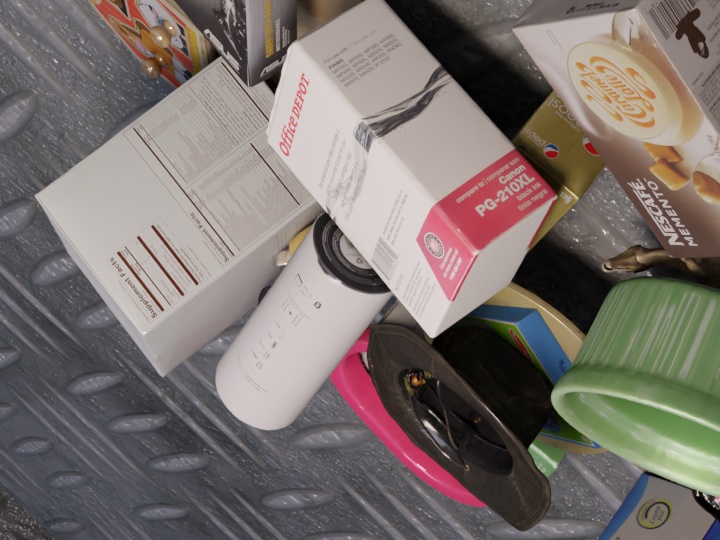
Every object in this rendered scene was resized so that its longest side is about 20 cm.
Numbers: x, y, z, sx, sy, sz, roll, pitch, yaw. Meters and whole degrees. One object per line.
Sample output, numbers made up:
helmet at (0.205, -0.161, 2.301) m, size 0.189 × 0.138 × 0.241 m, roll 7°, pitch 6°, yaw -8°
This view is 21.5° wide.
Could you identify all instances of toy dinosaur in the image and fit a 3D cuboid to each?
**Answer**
toy dinosaur at (0.272, 0.005, 1.334) m, size 0.199 × 0.058 × 0.101 m, roll 22°, pitch 164°, yaw 10°

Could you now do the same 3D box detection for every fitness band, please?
fitness band at (0.052, 0.127, 1.660) m, size 0.200 × 0.037 × 0.143 m, roll 49°, pitch 156°, yaw -14°

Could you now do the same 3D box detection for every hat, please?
hat at (0.094, 0.100, 1.460) m, size 0.201 × 0.081 × 0.201 m, roll 43°, pitch 157°, yaw 23°

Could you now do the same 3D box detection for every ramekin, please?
ramekin at (0.245, 0.085, 1.349) m, size 0.199 × 0.098 × 0.200 m, roll 23°, pitch 165°, yaw 6°

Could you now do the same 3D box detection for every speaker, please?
speaker at (-0.042, 0.041, 1.470) m, size 0.081 × 0.081 × 0.200 m, roll 38°, pitch 135°, yaw 2°

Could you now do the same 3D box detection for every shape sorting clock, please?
shape sorting clock at (0.128, 0.071, 1.503) m, size 0.200 × 0.039 × 0.200 m, roll 36°, pitch 156°, yaw 18°

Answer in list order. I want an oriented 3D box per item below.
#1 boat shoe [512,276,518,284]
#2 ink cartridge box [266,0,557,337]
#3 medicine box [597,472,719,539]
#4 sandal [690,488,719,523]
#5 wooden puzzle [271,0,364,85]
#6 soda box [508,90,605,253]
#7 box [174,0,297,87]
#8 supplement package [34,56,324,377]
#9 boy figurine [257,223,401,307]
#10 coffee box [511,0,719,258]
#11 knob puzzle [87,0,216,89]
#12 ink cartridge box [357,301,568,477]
boat shoe at (0.078, 0.001, 1.576) m, size 0.070 × 0.071 × 0.201 m, roll 29°, pitch 153°, yaw 43°
ink cartridge box at (0.031, -0.074, 1.351) m, size 0.200 × 0.084 × 0.145 m, roll 50°, pitch 156°, yaw 14°
medicine box at (0.274, 0.319, 1.696) m, size 0.103 × 0.182 × 0.200 m, roll 15°, pitch 147°, yaw 42°
sandal at (0.301, 0.186, 1.595) m, size 0.199 × 0.045 × 0.075 m, roll 26°, pitch 153°, yaw 28°
wooden puzzle at (-0.006, -0.156, 1.467) m, size 0.200 × 0.037 × 0.185 m, roll 42°, pitch 156°, yaw -17°
soda box at (0.121, -0.059, 1.402) m, size 0.064 × 0.068 × 0.200 m, roll 39°, pitch 156°, yaw 2°
box at (-0.120, -0.252, 1.370) m, size 0.200 × 0.048 × 0.159 m, roll 50°, pitch 161°, yaw 21°
supplement package at (-0.135, -0.044, 1.561) m, size 0.147 × 0.200 × 0.191 m, roll 51°, pitch 171°, yaw 10°
boy figurine at (0.000, 0.000, 1.523) m, size 0.124 × 0.065 × 0.200 m, roll 23°, pitch 142°, yaw -26°
coffee box at (0.202, -0.106, 1.187) m, size 0.114 × 0.080 × 0.200 m, roll 2°, pitch 136°, yaw 54°
knob puzzle at (-0.200, -0.217, 1.603) m, size 0.219 × 0.030 × 0.220 m, roll 42°, pitch 165°, yaw 13°
ink cartridge box at (0.098, 0.105, 1.698) m, size 0.200 × 0.088 × 0.145 m, roll 37°, pitch 155°, yaw 4°
